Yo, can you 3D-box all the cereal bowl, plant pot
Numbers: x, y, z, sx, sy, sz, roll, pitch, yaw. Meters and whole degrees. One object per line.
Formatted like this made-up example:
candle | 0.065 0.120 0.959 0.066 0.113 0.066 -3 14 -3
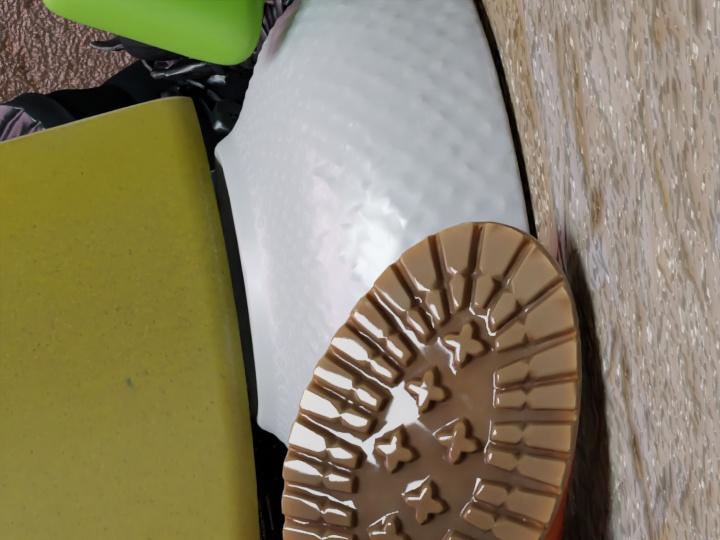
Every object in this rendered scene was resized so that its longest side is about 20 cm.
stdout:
cereal bowl | 0.000 0.000 0.764 0.200 0.083 0.200 171 90 -83
plant pot | -0.135 0.079 0.804 0.200 0.200 0.177 122 129 -68

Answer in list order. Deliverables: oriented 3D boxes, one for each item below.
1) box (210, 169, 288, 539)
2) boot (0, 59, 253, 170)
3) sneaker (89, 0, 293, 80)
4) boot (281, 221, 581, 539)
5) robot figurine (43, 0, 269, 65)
box | -0.010 0.072 0.891 0.137 0.038 0.200 37 -143 -58
boot | -0.053 -0.020 1.027 0.200 0.168 0.076 49 131 12
sneaker | -0.052 -0.102 0.952 0.200 0.104 0.060 -131 34 -72
boot | 0.025 0.077 0.665 0.107 0.075 0.200 -26 -49 -67
robot figurine | -0.049 -0.166 0.744 0.175 0.116 0.200 123 157 -53
